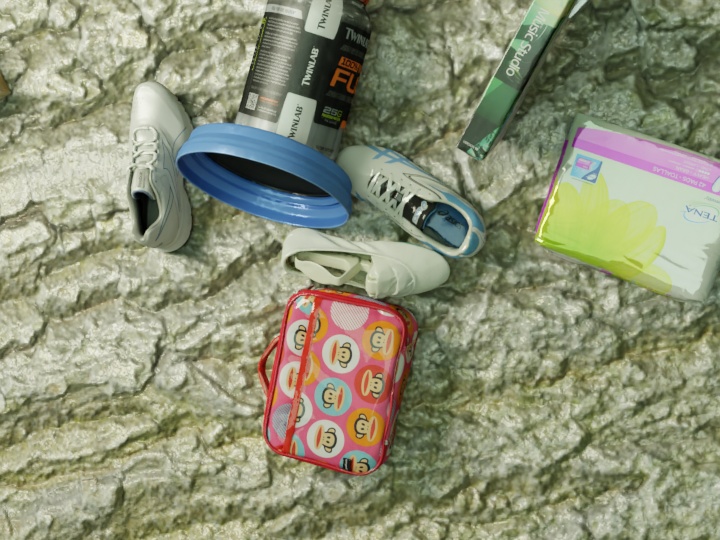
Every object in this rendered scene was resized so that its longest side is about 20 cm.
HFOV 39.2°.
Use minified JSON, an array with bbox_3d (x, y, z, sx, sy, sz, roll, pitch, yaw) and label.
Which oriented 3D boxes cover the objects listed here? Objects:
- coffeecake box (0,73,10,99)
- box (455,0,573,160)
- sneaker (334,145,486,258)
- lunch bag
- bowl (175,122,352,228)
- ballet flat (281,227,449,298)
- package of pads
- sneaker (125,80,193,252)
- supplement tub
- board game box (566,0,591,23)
[{"bbox_3d":[-0.560,-0.239,1.248,0.199,0.073,0.155,-29,89,12],"label":"coffeecake box"},{"bbox_3d":[0.170,-0.218,1.046,0.036,0.144,0.201,29,112,6],"label":"box"},{"bbox_3d":[0.054,-0.082,1.137,0.199,0.072,0.072,31,101,9],"label":"sneaker"},{"bbox_3d":[-0.035,0.122,1.168,0.174,0.082,0.203,12,95,14],"label":"lunch bag"},{"bbox_3d":[-0.102,-0.103,1.106,0.198,0.201,0.040,14,76,10],"label":"bowl"},{"bbox_3d":[0.000,0.000,1.148,0.198,0.069,0.070,12,96,15],"label":"ballet flat"},{"bbox_3d":[0.300,-0.064,1.089,0.198,0.068,0.156,19,97,10],"label":"package of pads"},{"bbox_3d":[-0.239,-0.122,1.185,0.074,0.087,0.203,-5,92,13],"label":"sneaker"},{"bbox_3d":[-0.060,-0.228,1.123,0.121,0.122,0.202,17,98,10],"label":"supplement tub"},{"bbox_3d":[0.254,-0.386,1.092,0.126,0.035,0.200,45,101,4],"label":"board game box"}]
